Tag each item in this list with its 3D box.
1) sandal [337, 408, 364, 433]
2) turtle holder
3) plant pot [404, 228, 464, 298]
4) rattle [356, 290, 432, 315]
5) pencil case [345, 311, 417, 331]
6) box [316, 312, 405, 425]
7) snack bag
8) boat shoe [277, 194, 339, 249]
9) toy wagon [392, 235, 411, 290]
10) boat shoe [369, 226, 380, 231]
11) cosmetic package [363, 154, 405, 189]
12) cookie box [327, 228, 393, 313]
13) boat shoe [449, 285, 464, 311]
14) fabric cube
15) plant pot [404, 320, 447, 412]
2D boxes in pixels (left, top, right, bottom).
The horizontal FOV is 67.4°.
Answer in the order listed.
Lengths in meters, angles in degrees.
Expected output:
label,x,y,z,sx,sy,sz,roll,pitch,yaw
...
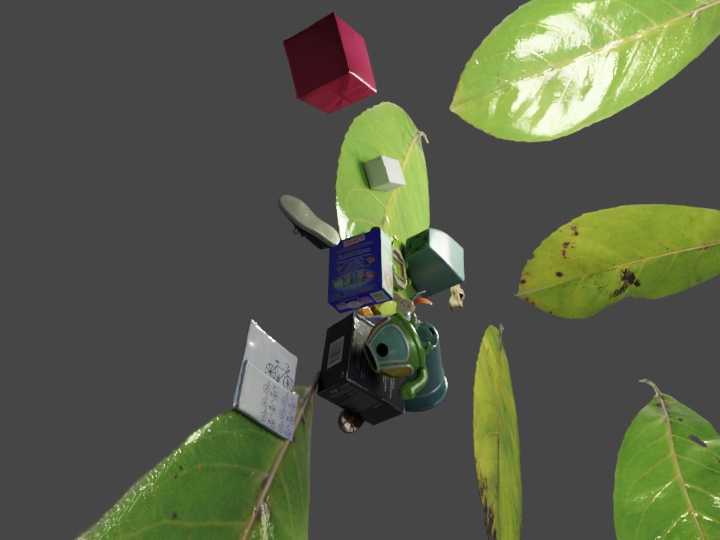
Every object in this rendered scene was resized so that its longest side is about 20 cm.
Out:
label,x,y,z,sx,sy,sz,roll,pitch,yaw
sandal,-0.001,0.365,1.410,0.199,0.054,0.081,-23,83,-52
turtle holder,0.086,0.202,1.289,0.141,0.131,0.188,7,-64,69
plant pot,0.276,-0.047,2.143,0.200,0.195,0.197,44,35,-31
rattle,0.098,0.088,1.624,0.143,0.198,0.131,57,28,-32
pencil case,0.051,0.159,1.476,0.083,0.198,0.092,54,34,-55
box,0.009,0.250,1.362,0.199,0.117,0.198,35,41,-27
snack bag,-0.186,0.228,1.123,0.189,0.021,0.202,50,33,-42
boat shoe,-0.143,-0.119,1.407,0.199,0.062,0.075,38,44,-30
toy wagon,0.131,-0.030,1.981,0.155,0.039,0.202,35,43,-55
boat shoe,0.050,-0.067,1.784,0.068,0.071,0.202,46,38,-49
cosmetic package,0.096,-0.371,2.073,0.200,0.084,0.109,-10,83,-66
cookie box,0.000,0.000,1.505,0.075,0.169,0.202,48,34,-48
boat shoe,0.472,0.124,2.603,0.072,0.064,0.201,61,26,-25
fabric cube,-0.094,-0.637,1.690,0.199,0.198,0.199,-4,79,-64
plant pot,0.153,0.263,1.558,0.201,0.198,0.198,-70,159,-54
